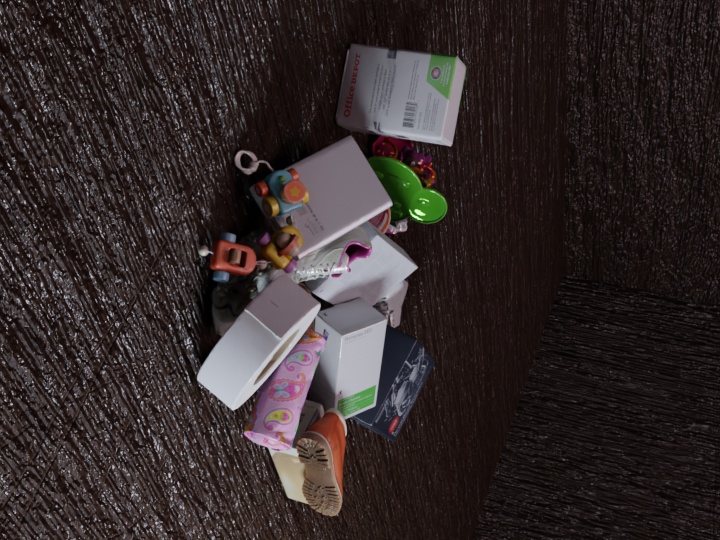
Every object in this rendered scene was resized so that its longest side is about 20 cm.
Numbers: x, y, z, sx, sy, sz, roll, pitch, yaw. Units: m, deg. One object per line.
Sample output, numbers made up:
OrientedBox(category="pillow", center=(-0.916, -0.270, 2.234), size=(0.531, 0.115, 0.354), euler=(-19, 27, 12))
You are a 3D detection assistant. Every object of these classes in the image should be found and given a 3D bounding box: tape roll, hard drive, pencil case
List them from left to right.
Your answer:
OrientedBox(category="tape roll", center=(-0.146, 0.103, 1.362), size=(0.203, 0.071, 0.202), euler=(-50, 175, -6))
OrientedBox(category="pencil case", center=(-0.116, 0.183, 1.487), size=(0.088, 0.087, 0.201), euler=(61, 44, -59))
OrientedBox(category="hard drive", center=(-0.058, -0.114, 1.457), size=(0.200, 0.026, 0.132), euler=(-32, 90, -32))

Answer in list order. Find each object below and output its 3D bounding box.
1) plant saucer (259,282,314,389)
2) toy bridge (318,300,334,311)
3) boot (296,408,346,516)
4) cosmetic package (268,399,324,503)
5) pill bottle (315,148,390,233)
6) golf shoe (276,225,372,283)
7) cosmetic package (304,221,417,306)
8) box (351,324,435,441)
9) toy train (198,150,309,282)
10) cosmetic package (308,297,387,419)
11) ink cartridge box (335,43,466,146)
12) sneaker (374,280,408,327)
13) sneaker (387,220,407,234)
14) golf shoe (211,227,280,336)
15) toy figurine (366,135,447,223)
OrientedBox(category="plant saucer", center=(-0.135, 0.116, 1.568), size=(0.200, 0.036, 0.202), euler=(11, 90, -70))
OrientedBox(category="toy bridge", center=(-0.036, 0.011, 1.780), size=(0.067, 0.027, 0.201), euler=(69, 39, -55))
OrientedBox(category="boot", center=(-0.054, 0.339, 1.649), size=(0.107, 0.075, 0.201), euler=(-54, 148, -50))
OrientedBox(category="cosmetic package", center=(-0.103, 0.332, 1.712), size=(0.201, 0.071, 0.105), euler=(77, 33, -47))
OrientedBox(category="pill bottle", center=(-0.025, -0.126, 1.618), size=(0.200, 0.114, 0.115), euler=(49, 55, -65))
OrientedBox(category="golf shoe", center=(-0.070, -0.017, 1.507), size=(0.200, 0.092, 0.075), euler=(-35, 154, -15))
OrientedBox(category="cosmetic package", center=(0.000, 0.000, 1.665), size=(0.151, 0.052, 0.200), euler=(-43, 152, 7))
OrientedBox(category="box", center=(0.052, 0.234, 1.962), size=(0.201, 0.104, 0.182), euler=(-61, 155, -10))
OrientedBox(category="toy train", center=(-0.141, -0.072, 1.342), size=(0.150, 0.056, 0.201), euler=(20, 74, -29))
OrientedBox(category="cosmetic package", center=(-0.025, 0.161, 1.684), size=(0.107, 0.085, 0.201), euler=(-19, 131, -33))
OrientedBox(category="ink cartridge box", center=(0.071, -0.309, 1.652), size=(0.084, 0.199, 0.146), euler=(3, 98, -71))
OrientedBox(category="sneaker", center=(0.053, 0.068, 1.972), size=(0.200, 0.073, 0.116), euler=(28, 71, -69))
OrientedBox(category="sneaker", center=(0.054, -0.122, 1.883), size=(0.200, 0.073, 0.088), euler=(-15, 114, -71))
OrientedBox(category="golf shoe", center=(-0.170, 0.016, 1.413), size=(0.200, 0.078, 0.097), euler=(-55, 172, -45))
OrientedBox(category="toy figurine", center=(0.083, -0.199, 1.793), size=(0.185, 0.199, 0.151), euler=(-73, -177, -45))
